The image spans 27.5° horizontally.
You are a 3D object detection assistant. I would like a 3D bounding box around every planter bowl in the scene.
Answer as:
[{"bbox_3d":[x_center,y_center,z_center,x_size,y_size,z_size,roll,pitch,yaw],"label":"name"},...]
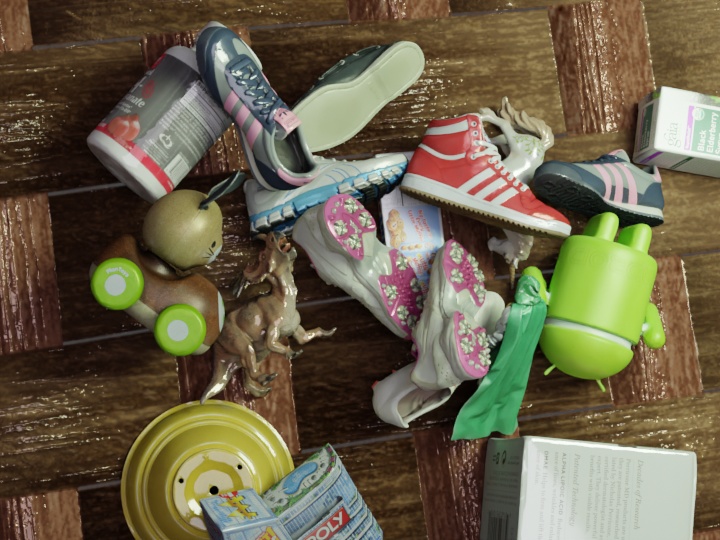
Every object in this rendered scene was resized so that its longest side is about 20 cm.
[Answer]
[{"bbox_3d":[-0.165,0.243,1.638,0.200,0.083,0.201,1,84,-10],"label":"planter bowl"}]

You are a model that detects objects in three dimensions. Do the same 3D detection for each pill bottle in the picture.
[{"bbox_3d":[-0.205,-0.182,1.664,0.111,0.111,0.200,41,79,-3],"label":"pill bottle"}]

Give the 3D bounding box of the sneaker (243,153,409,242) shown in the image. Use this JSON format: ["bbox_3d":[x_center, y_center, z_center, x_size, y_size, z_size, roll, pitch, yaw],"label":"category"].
[{"bbox_3d":[-0.044,-0.108,1.699,0.200,0.075,0.087,-19,72,-3],"label":"sneaker"}]

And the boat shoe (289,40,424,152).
[{"bbox_3d":[-0.020,-0.208,1.723,0.199,0.066,0.075,-40,123,-12],"label":"boat shoe"}]

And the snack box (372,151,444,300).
[{"bbox_3d":[0.061,-0.040,1.738,0.072,0.024,0.200,-5,85,-10],"label":"snack box"}]

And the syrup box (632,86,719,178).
[{"bbox_3d":[0.438,-0.160,1.787,0.200,0.081,0.079,10,81,-10],"label":"syrup box"}]

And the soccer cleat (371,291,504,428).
[{"bbox_3d":[0.100,0.106,1.695,0.200,0.078,0.069,-42,124,-8],"label":"soccer cleat"}]

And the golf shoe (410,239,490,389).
[{"bbox_3d":[0.091,0.049,1.646,0.075,0.091,0.200,40,34,-30],"label":"golf shoe"}]

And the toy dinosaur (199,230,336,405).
[{"bbox_3d":[-0.123,0.059,1.671,0.200,0.086,0.136,-43,81,5],"label":"toy dinosaur"}]

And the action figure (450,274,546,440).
[{"bbox_3d":[0.166,0.095,1.674,0.055,0.118,0.200,34,117,33],"label":"action figure"}]

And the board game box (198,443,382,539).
[{"bbox_3d":[-0.082,0.292,1.602,0.200,0.062,0.200,-37,132,-11],"label":"board game box"}]

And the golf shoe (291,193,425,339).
[{"bbox_3d":[0.000,0.000,1.680,0.200,0.091,0.075,55,45,-21],"label":"golf shoe"}]

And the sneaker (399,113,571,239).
[{"bbox_3d":[0.155,-0.110,1.669,0.200,0.071,0.113,19,84,9],"label":"sneaker"}]

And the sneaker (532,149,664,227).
[{"bbox_3d":[0.281,-0.110,1.741,0.200,0.070,0.082,18,69,-37],"label":"sneaker"}]

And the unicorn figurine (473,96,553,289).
[{"bbox_3d":[0.164,-0.099,1.734,0.137,0.074,0.200,28,92,9],"label":"unicorn figurine"}]

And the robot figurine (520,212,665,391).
[{"bbox_3d":[0.276,0.036,1.718,0.175,0.116,0.200,17,84,-9],"label":"robot figurine"}]

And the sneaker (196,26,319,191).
[{"bbox_3d":[-0.104,-0.179,1.604,0.070,0.082,0.200,-44,117,-31],"label":"sneaker"}]

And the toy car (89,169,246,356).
[{"bbox_3d":[-0.183,-0.024,1.606,0.158,0.164,0.200,36,90,-4],"label":"toy car"}]

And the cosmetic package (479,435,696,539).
[{"bbox_3d":[0.253,0.277,1.665,0.200,0.165,0.165,6,82,-10],"label":"cosmetic package"}]
